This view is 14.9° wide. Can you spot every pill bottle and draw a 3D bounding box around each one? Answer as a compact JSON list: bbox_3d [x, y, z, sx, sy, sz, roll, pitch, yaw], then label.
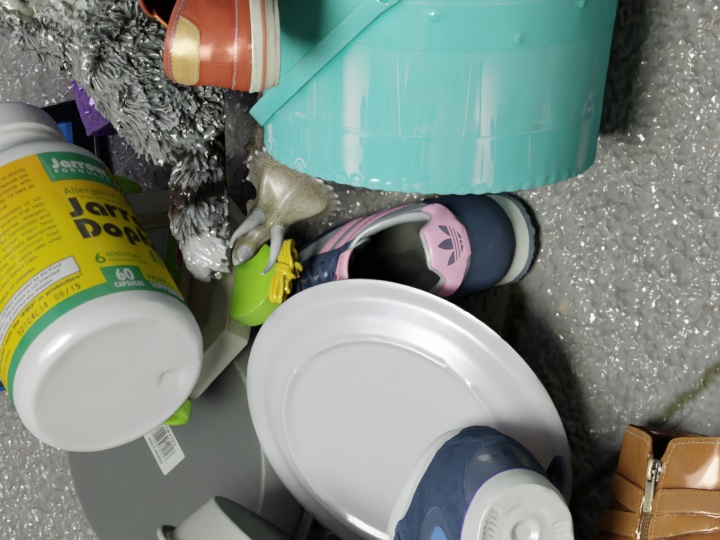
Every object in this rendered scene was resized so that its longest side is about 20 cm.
[{"bbox_3d":[-0.175,-0.003,1.573,0.113,0.113,0.200,-60,43,29],"label":"pill bottle"}]

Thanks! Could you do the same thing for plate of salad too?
[{"bbox_3d":[0.029,0.086,1.539,0.200,0.048,0.200,16,128,21],"label":"plate of salad"}]

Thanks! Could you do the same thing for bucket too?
[{"bbox_3d":[0.038,-0.126,1.428,0.207,0.207,0.135,17,112,39],"label":"bucket"}]

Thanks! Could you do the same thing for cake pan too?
[{"bbox_3d":[-0.024,0.191,1.538,0.200,0.200,0.037,37,90,33],"label":"cake pan"},{"bbox_3d":[-0.108,0.105,1.682,0.200,0.037,0.201,6,99,41],"label":"cake pan"}]

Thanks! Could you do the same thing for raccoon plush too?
[{"bbox_3d":[-0.144,-0.095,1.561,0.097,0.134,0.200,100,166,-63],"label":"raccoon plush"}]

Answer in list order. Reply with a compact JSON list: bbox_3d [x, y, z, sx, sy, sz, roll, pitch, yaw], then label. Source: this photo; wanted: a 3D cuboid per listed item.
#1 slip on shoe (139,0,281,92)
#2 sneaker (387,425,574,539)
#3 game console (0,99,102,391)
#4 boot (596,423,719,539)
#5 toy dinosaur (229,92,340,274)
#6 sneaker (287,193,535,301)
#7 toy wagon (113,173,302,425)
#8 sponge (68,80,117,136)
[{"bbox_3d":[-0.082,-0.152,1.373,0.200,0.061,0.074,-107,16,-54],"label":"slip on shoe"},{"bbox_3d":[0.059,0.182,1.460,0.146,0.080,0.200,-143,57,-71],"label":"sneaker"},{"bbox_3d":[-0.259,-0.006,1.767,0.200,0.171,0.118,-10,115,43],"label":"game console"},{"bbox_3d":[0.135,0.159,1.459,0.200,0.077,0.156,-4,86,53],"label":"boot"},{"bbox_3d":[-0.037,-0.102,1.546,0.102,0.077,0.200,-143,54,-81],"label":"toy dinosaur"},{"bbox_3d":[0.000,0.000,1.551,0.200,0.082,0.070,-23,80,42],"label":"sneaker"},{"bbox_3d":[-0.110,0.016,1.618,0.200,0.040,0.155,-6,66,35],"label":"toy wagon"},{"bbox_3d":[-0.115,-0.169,1.670,0.200,0.030,0.112,-28,77,40],"label":"sponge"}]
